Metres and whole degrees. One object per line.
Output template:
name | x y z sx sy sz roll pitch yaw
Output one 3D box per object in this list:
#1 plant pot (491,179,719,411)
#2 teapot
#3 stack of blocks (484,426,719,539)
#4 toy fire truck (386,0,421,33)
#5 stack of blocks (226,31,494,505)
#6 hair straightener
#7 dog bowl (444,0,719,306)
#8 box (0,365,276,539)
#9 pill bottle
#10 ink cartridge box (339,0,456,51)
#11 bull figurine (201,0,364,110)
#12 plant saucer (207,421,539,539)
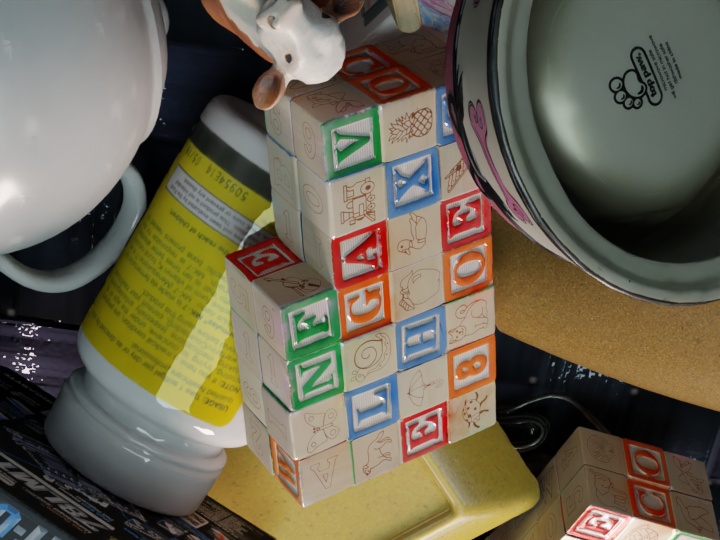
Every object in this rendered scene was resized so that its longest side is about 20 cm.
plant pot | 0.173 -0.008 0.924 0.199 0.187 0.187 2 124 16
teapot | -0.160 -0.104 0.862 0.146 0.198 0.200 -18 171 -32
stack of blocks | 0.136 0.189 1.072 0.115 0.059 0.200 16 132 -18
toy fire truck | 0.030 -0.227 0.762 0.128 0.176 0.200 33 116 -14
stack of blocks | 0.000 0.000 0.843 0.115 0.059 0.201 -20 126 -24
hair straightener | 0.058 0.108 1.057 0.199 0.041 0.077 -1 122 7
dog bowl | 0.124 -0.087 0.780 0.199 0.074 0.201 -2 95 -28
box | -0.157 0.120 0.920 0.199 0.198 0.050 31 97 10
pill bottle | -0.077 0.020 0.929 0.114 0.114 0.201 29 99 -17
ink cartridge box | 0.061 -0.109 0.884 0.200 0.067 0.117 -40 115 22
bull figurine | -0.046 -0.153 0.805 0.121 0.200 0.065 43 115 -12
plant saucer | -0.030 0.106 1.020 0.200 0.048 0.200 -31 101 18
